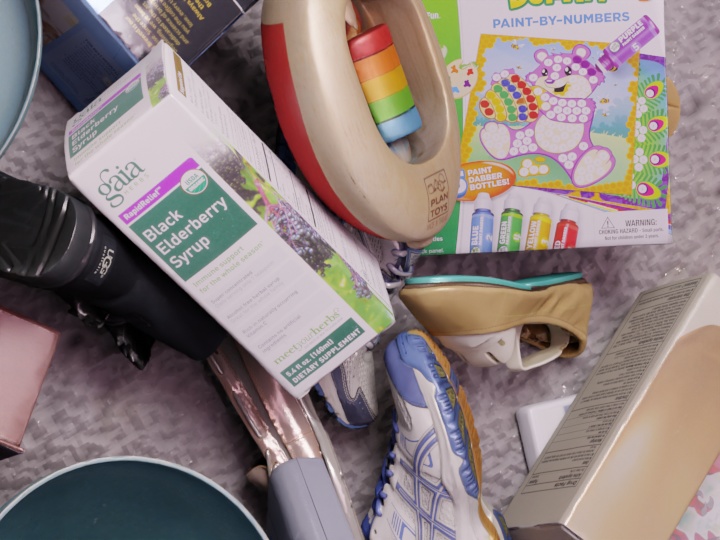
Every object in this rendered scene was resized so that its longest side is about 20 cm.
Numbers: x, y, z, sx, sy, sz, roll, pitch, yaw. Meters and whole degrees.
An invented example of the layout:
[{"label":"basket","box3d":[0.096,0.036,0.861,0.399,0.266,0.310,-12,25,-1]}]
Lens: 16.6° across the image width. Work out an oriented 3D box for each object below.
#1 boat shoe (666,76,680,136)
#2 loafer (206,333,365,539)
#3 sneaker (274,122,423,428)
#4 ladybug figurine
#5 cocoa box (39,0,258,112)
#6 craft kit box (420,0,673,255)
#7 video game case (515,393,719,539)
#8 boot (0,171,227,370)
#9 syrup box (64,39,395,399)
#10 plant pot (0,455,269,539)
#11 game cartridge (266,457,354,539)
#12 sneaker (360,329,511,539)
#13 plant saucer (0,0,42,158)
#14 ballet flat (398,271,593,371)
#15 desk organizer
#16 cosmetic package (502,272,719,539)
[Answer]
[{"label":"boat shoe","box3d":[0.108,-0.094,1.630,0.199,0.069,0.071,-8,103,-6]},{"label":"loafer","box3d":[-0.053,0.104,1.532,0.063,0.072,0.201,-20,89,-5]},{"label":"sneaker","box3d":[0.000,0.000,1.532,0.085,0.077,0.201,-7,100,5]},{"label":"ladybug figurine","box3d":[-0.004,-0.105,1.454,0.136,0.072,0.201,-28,103,-54]},{"label":"cocoa box","box3d":[-0.163,-0.208,1.481,0.200,0.133,0.131,49,67,-12]},{"label":"craft kit box","box3d":[0.096,-0.111,1.565,0.199,0.049,0.198,-4,98,2]},{"label":"video game case","box3d":[0.212,0.161,1.663,0.199,0.023,0.183,-12,88,-26]},{"label":"boot","box3d":[-0.189,-0.008,1.464,0.168,0.200,0.077,36,74,-53]},{"label":"syrup box","box3d":[-0.075,-0.028,1.421,0.079,0.082,0.200,-38,117,13]},{"label":"plant pot","box3d":[-0.156,0.212,1.424,0.200,0.135,0.201,4,81,-24]},{"label":"game cartridge","box3d":[-0.028,0.219,1.456,0.040,0.133,0.201,-4,117,-8]},{"label":"sneaker","box3d":[0.036,0.138,1.535,0.088,0.075,0.201,-14,102,12]},{"label":"plant saucer","box3d":[-0.264,-0.117,1.418,0.027,0.200,0.201,28,66,-63]},{"label":"ballet flat","box3d":[0.093,0.033,1.565,0.200,0.068,0.063,-1,88,-55]},{"label":"desk organizer","box3d":[-0.282,0.038,1.428,0.200,0.072,0.077,25,71,-20]},{"label":"cosmetic package","box3d":[0.181,0.105,1.589,0.071,0.105,0.200,38,71,-13]}]
